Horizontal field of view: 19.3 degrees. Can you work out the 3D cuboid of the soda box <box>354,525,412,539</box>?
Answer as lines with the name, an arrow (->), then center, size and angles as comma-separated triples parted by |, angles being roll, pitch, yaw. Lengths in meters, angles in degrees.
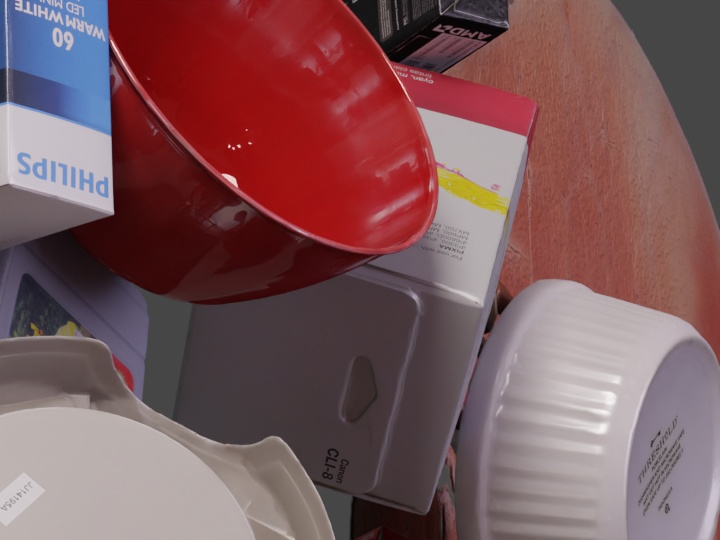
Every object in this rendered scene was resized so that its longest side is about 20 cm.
soda box -> 0.063, 0.224, 1.248 | 0.200, 0.070, 0.063 | 31, 47, -30

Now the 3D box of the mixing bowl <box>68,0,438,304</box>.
mixing bowl -> -0.074, -0.060, 0.945 | 0.200, 0.108, 0.200 | 35, 32, -25

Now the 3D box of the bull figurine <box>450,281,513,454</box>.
bull figurine -> 0.055, 0.033, 1.303 | 0.065, 0.121, 0.200 | -28, 152, -30

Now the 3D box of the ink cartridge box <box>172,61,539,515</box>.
ink cartridge box -> 0.000, 0.000, 1.122 | 0.200, 0.144, 0.145 | -70, 174, -55

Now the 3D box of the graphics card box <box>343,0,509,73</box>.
graphics card box -> 0.008, -0.162, 1.222 | 0.051, 0.200, 0.126 | 8, 69, -29

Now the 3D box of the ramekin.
ramekin -> 0.139, 0.110, 1.205 | 0.202, 0.094, 0.203 | -17, 110, -58

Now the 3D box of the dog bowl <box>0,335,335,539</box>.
dog bowl -> -0.109, 0.121, 0.790 | 0.059, 0.200, 0.200 | 115, -12, -48

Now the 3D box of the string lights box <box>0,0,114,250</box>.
string lights box -> -0.157, -0.111, 0.852 | 0.059, 0.103, 0.200 | 15, 66, -50

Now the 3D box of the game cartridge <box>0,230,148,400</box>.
game cartridge -> -0.143, 0.066, 0.927 | 0.133, 0.041, 0.200 | 46, 39, -51
